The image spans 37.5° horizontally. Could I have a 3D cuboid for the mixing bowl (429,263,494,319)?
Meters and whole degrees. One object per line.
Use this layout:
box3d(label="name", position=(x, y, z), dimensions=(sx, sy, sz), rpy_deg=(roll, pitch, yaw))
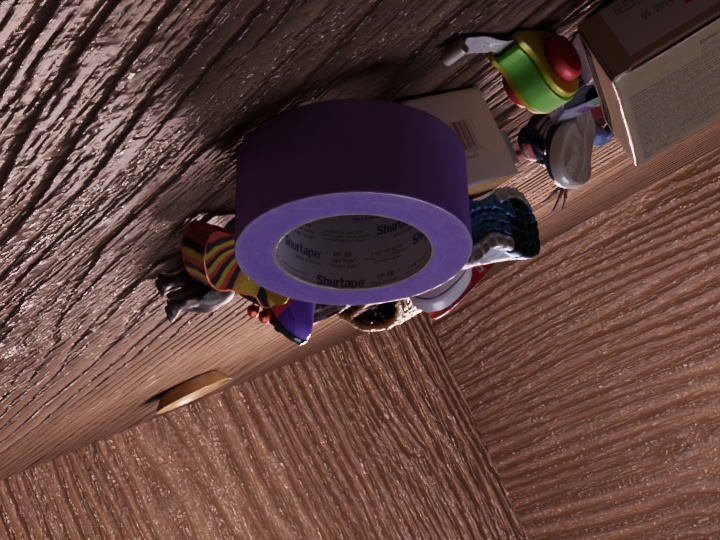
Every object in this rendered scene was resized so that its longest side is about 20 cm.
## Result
box3d(label="mixing bowl", position=(0.142, -0.034, 1.678), dimensions=(0.201, 0.108, 0.200), rpy_deg=(-48, -174, 6))

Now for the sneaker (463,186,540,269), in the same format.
box3d(label="sneaker", position=(0.107, -0.035, 1.059), dimensions=(0.086, 0.076, 0.198), rpy_deg=(-21, 170, 39))

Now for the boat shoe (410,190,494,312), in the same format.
box3d(label="boat shoe", position=(0.094, -0.048, 1.159), dimensions=(0.072, 0.066, 0.202), rpy_deg=(2, -130, 25))

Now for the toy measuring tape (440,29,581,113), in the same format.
box3d(label="toy measuring tape", position=(0.142, -0.171, 0.930), dimensions=(0.073, 0.075, 0.199), rpy_deg=(-30, 172, 38))

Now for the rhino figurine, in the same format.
box3d(label="rhino figurine", position=(-0.189, 0.022, 1.230), dimensions=(0.086, 0.061, 0.200), rpy_deg=(-19, -179, -13))

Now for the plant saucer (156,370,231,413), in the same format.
box3d(label="plant saucer", position=(-0.407, 0.287, 2.554), dimensions=(0.198, 0.036, 0.200), rpy_deg=(-26, 173, -3))

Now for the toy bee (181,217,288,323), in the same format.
box3d(label="toy bee", position=(-0.107, 0.005, 1.107), dimensions=(0.197, 0.111, 0.131), rpy_deg=(6, -165, -34))

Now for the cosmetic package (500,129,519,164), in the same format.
box3d(label="cosmetic package", position=(0.078, -0.102, 1.297), dimensions=(0.198, 0.052, 0.150), rpy_deg=(-19, 173, -41))

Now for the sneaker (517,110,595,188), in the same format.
box3d(label="sneaker", position=(0.221, -0.143, 1.232), dimensions=(0.083, 0.076, 0.200), rpy_deg=(-15, -160, 24))

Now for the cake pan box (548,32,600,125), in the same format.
box3d(label="cake pan box", position=(0.291, -0.232, 1.098), dimensions=(0.197, 0.053, 0.184), rpy_deg=(-23, 171, -9))

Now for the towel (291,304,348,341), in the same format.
box3d(label="towel", position=(0.000, 0.000, 1.244), dimensions=(0.199, 0.023, 0.145), rpy_deg=(-30, -160, 39))

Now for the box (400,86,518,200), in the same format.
box3d(label="box", position=(0.037, -0.087, 1.064), dimensions=(0.123, 0.099, 0.199), rpy_deg=(-20, 172, -45))

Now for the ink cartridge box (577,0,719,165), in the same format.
box3d(label="ink cartridge box", position=(0.309, -0.207, 0.963), dimensions=(0.198, 0.076, 0.165), rpy_deg=(-30, 149, 7))

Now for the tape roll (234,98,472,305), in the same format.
box3d(label="tape roll", position=(-0.007, -0.050, 0.883), dimensions=(0.196, 0.086, 0.201), rpy_deg=(-1, 153, -1))

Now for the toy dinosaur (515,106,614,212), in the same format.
box3d(label="toy dinosaur", position=(0.262, -0.187, 1.385), dimensions=(0.178, 0.106, 0.202), rpy_deg=(-10, 131, -18))

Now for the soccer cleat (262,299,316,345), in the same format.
box3d(label="soccer cleat", position=(-0.072, 0.006, 1.216), dimensions=(0.073, 0.068, 0.201), rpy_deg=(-43, -155, 20))

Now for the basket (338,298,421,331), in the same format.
box3d(label="basket", position=(0.010, 0.027, 1.637), dimensions=(0.147, 0.145, 0.200), rpy_deg=(-22, 173, -25))
